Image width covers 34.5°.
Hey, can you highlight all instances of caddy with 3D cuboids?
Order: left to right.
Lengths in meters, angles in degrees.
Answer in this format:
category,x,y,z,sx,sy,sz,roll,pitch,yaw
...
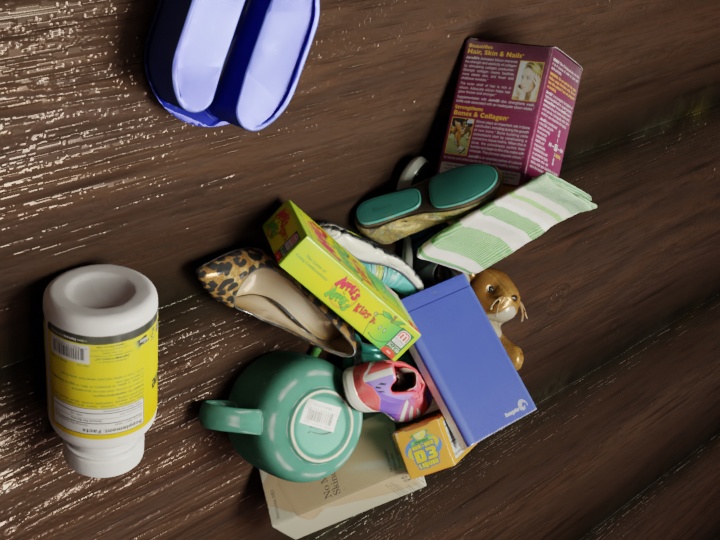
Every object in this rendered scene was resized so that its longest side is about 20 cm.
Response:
category,x,y,z,sx,sy,sz,roll,pitch,yaw
caddy,-0.126,-0.232,1.123,0.140,0.105,0.202,14,104,-32

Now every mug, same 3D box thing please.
category,x,y,z,sx,sy,sz,roll,pitch,yaw
mug,-0.085,0.188,1.411,0.184,0.114,0.153,-33,110,-26

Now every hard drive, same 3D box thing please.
category,x,y,z,sx,sy,sz,roll,pitch,yaw
hard drive,0.131,0.113,1.485,0.131,0.201,0.025,-20,168,-38

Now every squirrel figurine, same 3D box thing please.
category,x,y,z,sx,sy,sz,roll,pitch,yaw
squirrel figurine,0.143,0.083,1.626,0.140,0.199,0.189,12,93,-33

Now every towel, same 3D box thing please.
category,x,y,z,sx,sy,sz,roll,pitch,yaw
towel,0.182,-0.054,1.453,0.199,0.024,0.152,-29,156,27

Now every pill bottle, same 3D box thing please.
category,x,y,z,sx,sy,sz,roll,pitch,yaw
pill bottle,-0.262,0.105,1.177,0.112,0.112,0.202,-23,132,-41

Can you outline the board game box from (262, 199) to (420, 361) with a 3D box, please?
category,x,y,z,sx,sy,sz,roll,pitch,yaw
board game box,-0.022,0.012,1.354,0.048,0.102,0.200,-43,120,9

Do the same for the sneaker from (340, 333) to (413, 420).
category,x,y,z,sx,sy,sz,roll,pitch,yaw
sneaker,-0.019,0.144,1.544,0.198,0.084,0.122,-13,89,-11

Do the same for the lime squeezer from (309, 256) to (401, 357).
category,x,y,z,sx,sy,sz,roll,pitch,yaw
lime squeezer,-0.006,0.041,1.522,0.200,0.038,0.071,-49,143,-19

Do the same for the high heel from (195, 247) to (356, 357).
category,x,y,z,sx,sy,sz,roll,pitch,yaw
high heel,-0.089,0.042,1.320,0.199,0.142,0.072,13,116,-55

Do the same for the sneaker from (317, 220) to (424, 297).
category,x,y,z,sx,sy,sz,roll,pitch,yaw
sneaker,0.000,0.000,1.470,0.199,0.077,0.080,23,97,-41

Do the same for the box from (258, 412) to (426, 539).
category,x,y,z,sx,sy,sz,roll,pitch,yaw
box,-0.025,0.269,1.523,0.198,0.096,0.078,-25,149,10

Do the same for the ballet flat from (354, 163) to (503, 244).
category,x,y,z,sx,sy,sz,roll,pitch,yaw
ballet flat,0.091,-0.080,1.453,0.071,0.198,0.071,-16,90,-72

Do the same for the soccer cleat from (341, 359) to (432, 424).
category,x,y,z,sx,sy,sz,roll,pitch,yaw
soccer cleat,0.052,0.147,1.440,0.199,0.073,0.069,22,53,-58

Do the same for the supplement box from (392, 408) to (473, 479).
category,x,y,z,sx,sy,sz,roll,pitch,yaw
supplement box,0.101,0.220,1.520,0.066,0.069,0.200,-21,173,14

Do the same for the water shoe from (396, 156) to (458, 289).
category,x,y,z,sx,sy,sz,roll,pitch,yaw
water shoe,0.097,-0.059,1.536,0.072,0.078,0.202,-45,142,-39

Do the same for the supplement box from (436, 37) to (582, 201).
category,x,y,z,sx,sy,sz,roll,pitch,yaw
supplement box,0.191,-0.184,1.498,0.103,0.130,0.202,14,89,-56
